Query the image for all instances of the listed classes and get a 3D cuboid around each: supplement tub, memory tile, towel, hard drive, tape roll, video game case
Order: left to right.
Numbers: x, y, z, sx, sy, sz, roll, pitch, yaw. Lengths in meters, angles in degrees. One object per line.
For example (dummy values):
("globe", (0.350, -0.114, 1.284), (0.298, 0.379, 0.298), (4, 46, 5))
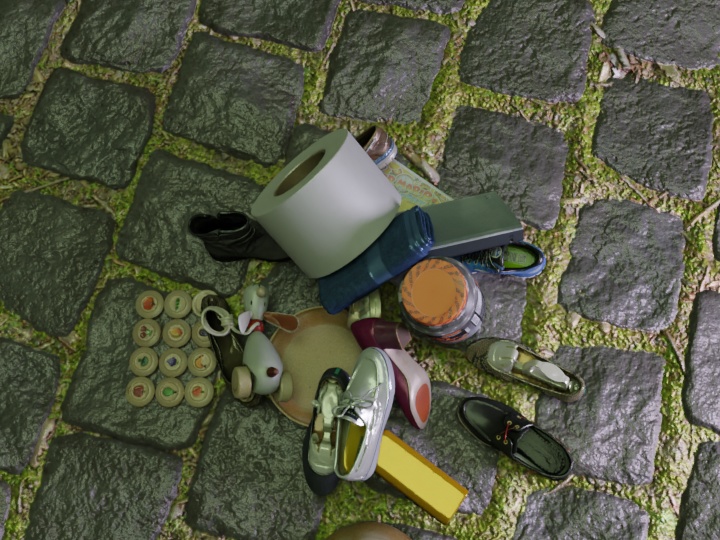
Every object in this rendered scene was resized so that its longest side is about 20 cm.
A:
("memory tile", (-0.313, 0.130, 1.391), (0.152, 0.017, 0.202), (1, 73, 3))
("tape roll", (-0.054, -0.105, 1.305), (0.203, 0.203, 0.139), (-45, 109, -10))
("towel", (0.025, -0.012, 1.262), (0.199, 0.112, 0.049), (-33, 117, 18))
("video game case", (0.049, -0.094, 1.438), (0.199, 0.023, 0.182), (35, 78, 12))
("supplement tub", (0.128, 0.047, 1.293), (0.122, 0.200, 0.124), (-3, 79, 14))
("hard drive", (0.149, -0.070, 1.358), (0.198, 0.033, 0.140), (-13, 32, -6))

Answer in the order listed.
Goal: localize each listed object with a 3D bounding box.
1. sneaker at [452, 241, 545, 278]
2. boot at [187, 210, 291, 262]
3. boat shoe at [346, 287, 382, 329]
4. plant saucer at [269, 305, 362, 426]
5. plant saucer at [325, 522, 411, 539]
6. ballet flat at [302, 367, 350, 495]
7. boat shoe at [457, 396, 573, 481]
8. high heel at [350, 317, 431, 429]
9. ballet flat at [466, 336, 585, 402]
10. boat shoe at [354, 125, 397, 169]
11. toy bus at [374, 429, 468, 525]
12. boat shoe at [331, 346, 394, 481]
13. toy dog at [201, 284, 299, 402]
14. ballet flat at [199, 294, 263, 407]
("sneaker", (0.211, -0.031, 1.374), (0.198, 0.089, 0.079), (3, 83, 4))
("boot", (-0.176, -0.061, 1.379), (0.198, 0.132, 0.070), (-11, 72, 1))
("boat shoe", (0.000, 0.000, 1.363), (0.064, 0.072, 0.202), (-2, 73, 0))
("plant saucer", (-0.059, 0.160, 1.361), (0.198, 0.035, 0.202), (-1, 73, 3))
("plant saucer", (0.012, 0.487, 1.254), (0.198, 0.035, 0.202), (0, 74, 2))
("ballet flat", (-0.053, 0.251, 1.282), (0.072, 0.073, 0.202), (8, 86, 5))
("boat shoe", (0.246, 0.260, 1.307), (0.201, 0.063, 0.074), (32, 79, 12))
("high heel", (0.051, 0.163, 1.324), (0.096, 0.067, 0.201), (1, 114, 38))
("ballet flat", (0.269, 0.152, 1.329), (0.199, 0.075, 0.068), (22, 77, 9))
("boat shoe", (-0.036, -0.180, 1.421), (0.200, 0.072, 0.072), (-37, 41, 3))
("toy bus", (0.068, 0.310, 1.289), (0.199, 0.078, 0.065), (35, 78, 12))
("boat shoe", (-0.007, 0.212, 1.234), (0.074, 0.086, 0.204), (10, 84, 30))
("toy dog", (-0.156, 0.112, 1.302), (0.131, 0.096, 0.201), (-18, 75, -33))
("ballet flat", (-0.216, 0.130, 1.350), (0.067, 0.046, 0.201), (-27, 77, 14))
